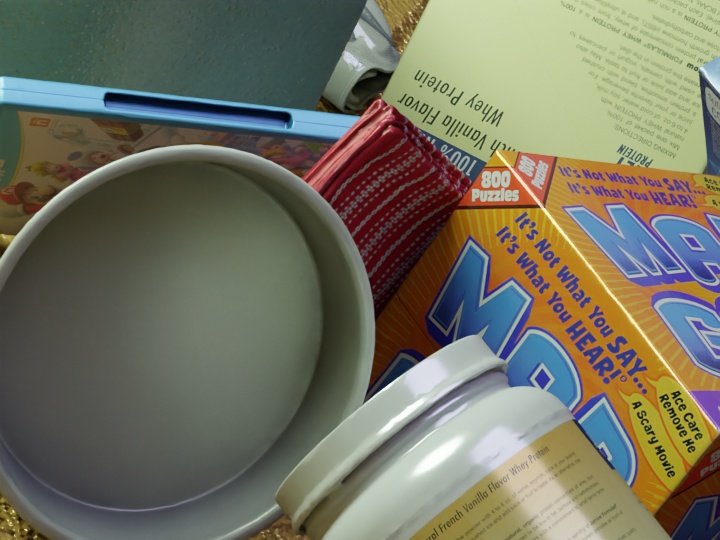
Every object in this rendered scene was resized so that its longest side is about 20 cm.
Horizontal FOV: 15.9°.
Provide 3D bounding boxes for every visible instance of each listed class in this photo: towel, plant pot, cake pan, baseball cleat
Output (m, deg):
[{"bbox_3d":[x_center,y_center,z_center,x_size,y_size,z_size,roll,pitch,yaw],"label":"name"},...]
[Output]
[{"bbox_3d":[0.000,0.000,1.313,0.022,0.145,0.200,47,4,27],"label":"towel"},{"bbox_3d":[-0.148,-0.144,1.409,0.199,0.197,0.196,0,43,-35],"label":"plant pot"},{"bbox_3d":[-0.090,0.037,1.192,0.199,0.202,0.037,19,7,-29],"label":"cake pan"},{"bbox_3d":[-0.046,-0.160,1.671,0.199,0.070,0.107,10,36,-39],"label":"baseball cleat"}]

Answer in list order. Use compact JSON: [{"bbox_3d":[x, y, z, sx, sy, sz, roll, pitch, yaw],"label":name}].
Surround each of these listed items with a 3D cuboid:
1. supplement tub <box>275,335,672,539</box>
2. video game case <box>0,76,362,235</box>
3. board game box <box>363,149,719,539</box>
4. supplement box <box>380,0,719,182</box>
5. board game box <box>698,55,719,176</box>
[{"bbox_3d":[0.068,0.144,1.164,0.200,0.144,0.144,52,30,11],"label":"supplement tub"},{"bbox_3d":[-0.100,-0.048,1.305,0.198,0.143,0.018,6,65,-18],"label":"video game case"},{"bbox_3d":[0.134,0.084,1.345,0.199,0.200,0.200,3,41,-45],"label":"board game box"},{"bbox_3d":[0.143,-0.119,1.566,0.199,0.201,0.134,27,4,15],"label":"supplement box"},{"bbox_3d":[0.254,-0.013,1.386,0.200,0.034,0.136,54,-11,33],"label":"board game box"}]
